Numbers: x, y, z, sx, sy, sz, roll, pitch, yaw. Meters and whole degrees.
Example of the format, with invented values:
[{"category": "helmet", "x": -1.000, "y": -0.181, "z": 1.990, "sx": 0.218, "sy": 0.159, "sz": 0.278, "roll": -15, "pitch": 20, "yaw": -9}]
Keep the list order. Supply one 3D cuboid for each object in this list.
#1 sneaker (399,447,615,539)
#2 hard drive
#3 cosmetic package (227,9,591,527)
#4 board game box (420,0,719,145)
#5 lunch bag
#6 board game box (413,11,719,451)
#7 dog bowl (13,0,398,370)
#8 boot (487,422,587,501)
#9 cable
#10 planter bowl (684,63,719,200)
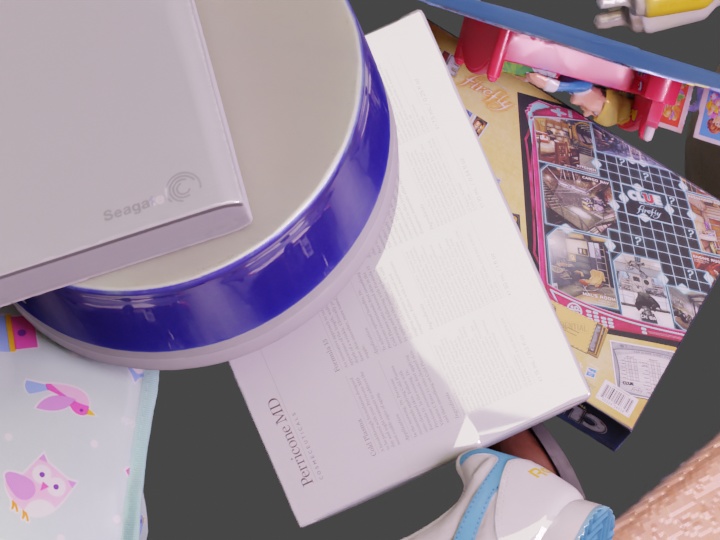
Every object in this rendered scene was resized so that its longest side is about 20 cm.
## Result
[{"category": "sneaker", "x": 0.031, "y": 0.175, "z": 1.294, "sx": 0.081, "sy": 0.077, "sz": 0.200, "roll": 31, "pitch": 78, "yaw": 25}, {"category": "hard drive", "x": -0.133, "y": -0.089, "z": 1.249, "sx": 0.131, "sy": 0.026, "sz": 0.201, "roll": -18, "pitch": 61, "yaw": 3}, {"category": "cosmetic package", "x": 0.000, "y": 0.000, "z": 1.349, "sx": 0.150, "sy": 0.052, "sz": 0.201, "roll": -23, "pitch": 85, "yaw": -3}, {"category": "board game box", "x": 0.104, "y": -0.094, "z": 1.390, "sx": 0.199, "sy": 0.158, "sz": 0.039, "roll": 20, "pitch": 100, "yaw": 24}, {"category": "lunch bag", "x": -0.180, "y": 0.096, "z": 1.308, "sx": 0.169, "sy": 0.122, "sz": 0.201, "roll": 7, "pitch": 73, "yaw": -7}, {"category": "board game box", "x": 0.076, "y": -0.021, "z": 1.416, "sx": 0.199, "sy": 0.035, "sz": 0.136, "roll": 32, "pitch": 66, "yaw": 2}, {"category": "dog bowl", "x": -0.087, "y": -0.061, "z": 1.284, "sx": 0.199, "sy": 0.079, "sz": 0.201, "roll": -5, "pitch": 62, "yaw": 10}, {"category": "boot", "x": 0.017, "y": 0.170, "z": 1.360, "sx": 0.199, "sy": 0.069, "sz": 0.189, "roll": -11, "pitch": 78, "yaw": -7}, {"category": "cable", "x": 0.220, "y": -0.155, "z": 1.485, "sx": 0.199, "sy": 0.097, "sz": 0.051, "roll": -5, "pitch": 94, "yaw": 10}, {"category": "planter bowl", "x": 0.277, "y": -0.070, "z": 1.452, "sx": 0.199, "sy": 0.135, "sz": 0.201, "roll": 3, "pitch": 68, "yaw": -8}]
